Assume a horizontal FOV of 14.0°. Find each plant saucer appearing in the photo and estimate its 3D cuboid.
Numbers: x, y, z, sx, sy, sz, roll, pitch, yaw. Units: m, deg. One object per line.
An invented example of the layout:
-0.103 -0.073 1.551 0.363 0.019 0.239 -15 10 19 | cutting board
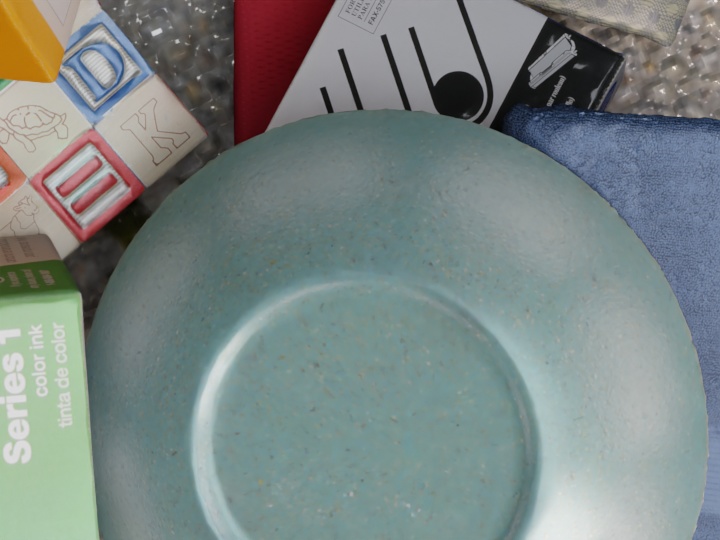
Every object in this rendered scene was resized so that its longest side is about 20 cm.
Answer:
0.005 0.052 0.894 0.201 0.039 0.201 2 98 11 | plant saucer

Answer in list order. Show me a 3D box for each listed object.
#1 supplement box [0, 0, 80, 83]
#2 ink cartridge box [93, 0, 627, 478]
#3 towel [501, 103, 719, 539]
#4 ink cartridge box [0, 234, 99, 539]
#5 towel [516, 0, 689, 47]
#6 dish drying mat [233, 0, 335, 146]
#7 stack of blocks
-0.119 -0.177 0.915 0.073 0.126 0.200 8 69 17 | supplement box
0.000 0.000 0.959 0.094 0.044 0.200 27 85 7 | ink cartridge box
0.089 0.048 0.920 0.112 0.049 0.200 7 99 10 | towel
-0.187 0.044 0.900 0.200 0.145 0.084 -5 99 -9 | ink cartridge box
0.050 -0.196 1.037 0.200 0.035 0.193 17 97 -14 | towel
-0.006 -0.083 1.013 0.077 0.018 0.200 -5 117 -11 | dish drying mat
-0.166 -0.027 1.000 0.200 0.059 0.115 -41 102 -3 | stack of blocks
